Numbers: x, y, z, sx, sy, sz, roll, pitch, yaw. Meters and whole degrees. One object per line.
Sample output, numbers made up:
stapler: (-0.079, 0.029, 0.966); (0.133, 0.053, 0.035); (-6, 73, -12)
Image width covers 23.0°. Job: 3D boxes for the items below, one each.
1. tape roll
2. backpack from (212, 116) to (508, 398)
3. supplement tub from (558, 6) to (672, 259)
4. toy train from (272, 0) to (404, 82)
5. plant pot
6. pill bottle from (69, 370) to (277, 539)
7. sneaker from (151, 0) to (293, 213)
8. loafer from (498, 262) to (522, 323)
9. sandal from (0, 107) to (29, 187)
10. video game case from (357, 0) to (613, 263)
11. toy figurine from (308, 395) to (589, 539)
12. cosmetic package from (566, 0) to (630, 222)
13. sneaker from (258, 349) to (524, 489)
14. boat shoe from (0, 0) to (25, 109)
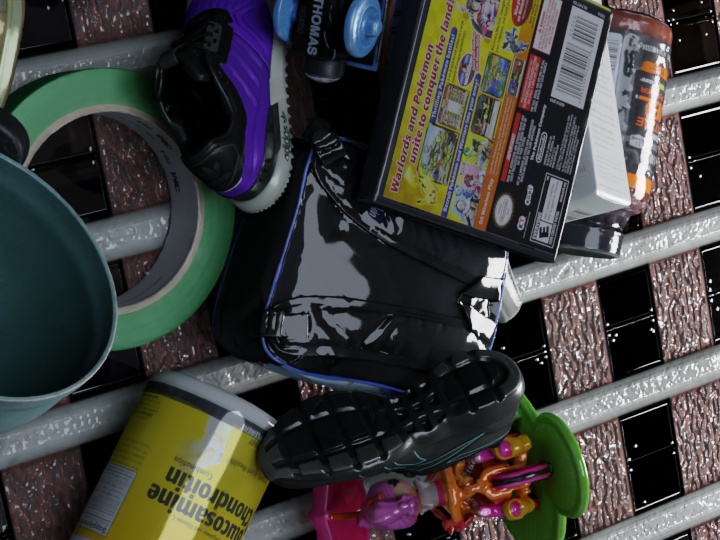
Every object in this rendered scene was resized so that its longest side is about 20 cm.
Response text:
tape roll: (-0.187, -0.044, 1.265); (0.200, 0.048, 0.201); (-2, 93, -32)
backpack: (0.000, 0.000, 1.328); (0.200, 0.147, 0.183); (17, 85, -29)
supplement tub: (0.195, -0.113, 1.474); (0.107, 0.107, 0.200); (10, 87, -33)
toy train: (-0.002, -0.234, 1.253); (0.114, 0.087, 0.200); (-22, 124, -59)
plant pot: (-0.274, 0.032, 1.123); (0.200, 0.134, 0.200); (27, 40, -25)
pill bottle: (-0.141, 0.181, 1.269); (0.112, 0.112, 0.200); (32, 75, -30)
sneaker: (-0.105, -0.145, 1.251); (0.099, 0.070, 0.200); (23, 48, -48)
loafer: (0.089, -0.053, 1.430); (0.070, 0.070, 0.200); (-30, 107, -19)
sandal: (-0.310, -0.123, 1.167); (0.200, 0.075, 0.048); (32, 35, -13)
video game case: (0.094, -0.123, 1.286); (0.181, 0.025, 0.200); (17, 85, -37)
toy figurine: (0.054, 0.177, 1.366); (0.184, 0.200, 0.150); (-15, 89, -19)
cosmetic package: (0.145, -0.139, 1.405); (0.074, 0.102, 0.200); (11, 67, -58)
sneaker: (0.026, 0.124, 1.265); (0.200, 0.075, 0.079); (-15, 138, -13)
boat shoe: (-0.262, -0.196, 1.200); (0.063, 0.073, 0.201); (6, 89, -21)
